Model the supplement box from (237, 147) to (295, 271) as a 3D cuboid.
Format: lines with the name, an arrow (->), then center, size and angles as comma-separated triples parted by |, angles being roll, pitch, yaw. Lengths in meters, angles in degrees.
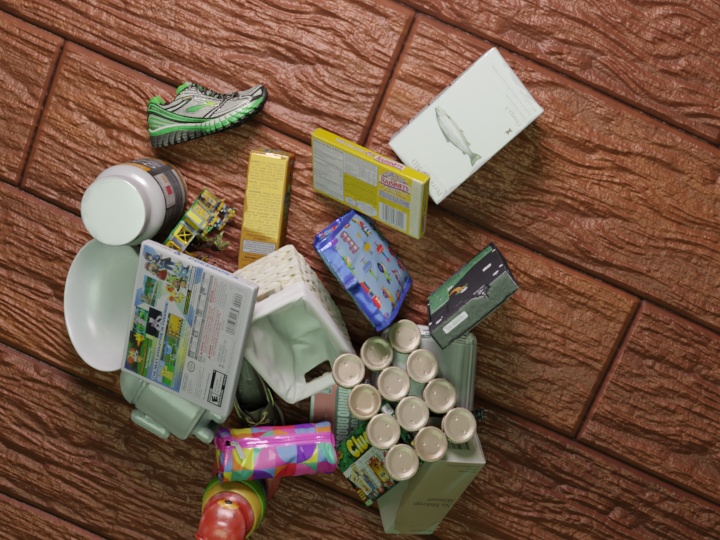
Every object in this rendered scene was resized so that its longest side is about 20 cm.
supplement box -> -0.146, -0.082, 1.342 | 0.067, 0.067, 0.205 | 6, 103, 3

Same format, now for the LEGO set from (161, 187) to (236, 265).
LEGO set -> -0.230, -0.030, 1.301 | 0.115, 0.200, 0.155 | 38, 89, -12

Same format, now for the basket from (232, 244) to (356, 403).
basket -> -0.103, 0.079, 1.303 | 0.133, 0.125, 0.201 | -25, 134, 9

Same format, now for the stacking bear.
stacking bear -> -0.202, 0.374, 1.370 | 0.119, 0.200, 0.116 | 19, 103, 0

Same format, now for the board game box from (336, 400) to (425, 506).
board game box -> 0.025, 0.284, 1.334 | 0.106, 0.023, 0.201 | 53, 142, 13

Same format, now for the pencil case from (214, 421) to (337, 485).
pencil case -> -0.133, 0.282, 1.359 | 0.195, 0.088, 0.091 | -2, 103, -18

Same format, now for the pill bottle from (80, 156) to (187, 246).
pill bottle -> -0.331, -0.101, 1.284 | 0.113, 0.200, 0.120 | 1, 102, 3

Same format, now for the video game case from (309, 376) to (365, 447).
video game case -> 0.013, 0.253, 1.422 | 0.194, 0.017, 0.147 | 5, 101, 3

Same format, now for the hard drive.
hard drive -> 0.159, 0.034, 1.274 | 0.139, 0.200, 0.038 | -40, 99, 10

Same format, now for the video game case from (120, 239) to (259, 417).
video game case -> -0.241, 0.082, 1.215 | 0.179, 0.022, 0.204 | 21, 111, 14

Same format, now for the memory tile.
memory tile -> 0.061, 0.186, 1.258 | 0.151, 0.017, 0.202 | -30, 79, -12

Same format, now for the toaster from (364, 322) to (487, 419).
toaster -> 0.106, 0.153, 1.340 | 0.195, 0.114, 0.133 | 7, 88, 4

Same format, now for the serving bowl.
serving bowl -> -0.366, 0.050, 1.333 | 0.196, 0.065, 0.206 | 0, 89, 35

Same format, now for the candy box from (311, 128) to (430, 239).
candy box -> 0.011, -0.128, 1.278 | 0.197, 0.026, 0.104 | 27, 136, 24

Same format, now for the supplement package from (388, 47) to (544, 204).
supplement package -> 0.150, -0.210, 1.267 | 0.199, 0.117, 0.117 | -41, 97, 11

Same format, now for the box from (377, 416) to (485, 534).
box -> 0.104, 0.320, 1.347 | 0.093, 0.079, 0.202 | 7, 132, -22

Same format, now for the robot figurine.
robot figurine -> -0.298, 0.187, 1.383 | 0.198, 0.113, 0.171 | 36, 100, -3

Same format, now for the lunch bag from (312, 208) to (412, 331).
lunch bag -> 0.000, 0.000, 1.278 | 0.093, 0.200, 0.152 | -34, 97, 10

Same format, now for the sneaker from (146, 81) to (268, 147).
sneaker -> -0.233, -0.247, 1.309 | 0.195, 0.078, 0.087 | -13, 100, 7

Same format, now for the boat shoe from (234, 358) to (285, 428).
boat shoe -> -0.170, 0.216, 1.407 | 0.070, 0.060, 0.205 | -12, 100, 5
